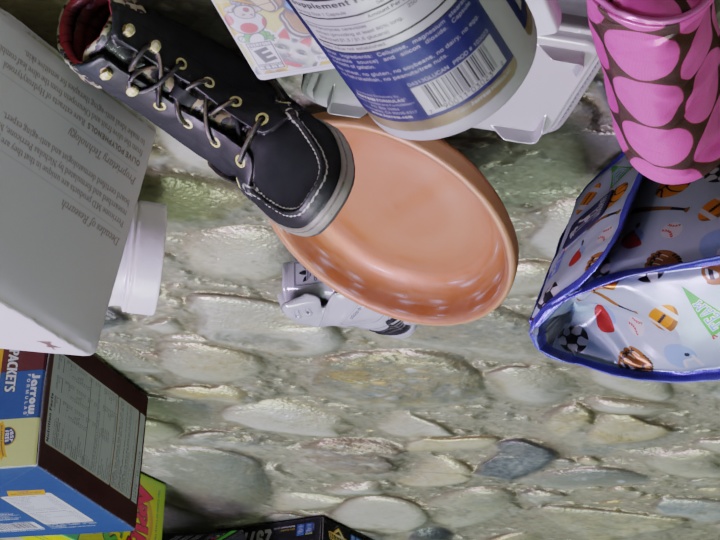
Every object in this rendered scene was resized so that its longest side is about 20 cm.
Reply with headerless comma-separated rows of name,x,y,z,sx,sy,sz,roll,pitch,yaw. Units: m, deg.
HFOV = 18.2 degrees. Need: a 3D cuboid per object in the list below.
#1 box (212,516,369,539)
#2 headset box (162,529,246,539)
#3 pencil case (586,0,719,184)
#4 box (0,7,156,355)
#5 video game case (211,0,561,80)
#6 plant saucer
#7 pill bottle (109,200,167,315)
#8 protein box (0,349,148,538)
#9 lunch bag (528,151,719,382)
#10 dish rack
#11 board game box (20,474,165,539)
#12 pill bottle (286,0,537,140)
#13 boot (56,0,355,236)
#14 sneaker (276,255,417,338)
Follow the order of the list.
box,-0.082,0.333,2.556,0.200,0.049,0.160,-11,151,30
headset box,-0.225,0.358,2.434,0.174,0.093,0.200,-26,-169,-41
pencil case,0.191,-0.138,1.381,0.094,0.091,0.200,-30,153,-2
box,-0.281,-0.058,1.473,0.199,0.172,0.200,4,161,31
video game case,-0.003,-0.190,1.311,0.199,0.023,0.182,-7,141,22
plant saucer,0.023,-0.042,1.593,0.200,0.037,0.200,19,143,15
pill bottle,-0.248,-0.018,1.676,0.199,0.113,0.113,7,156,-8
protein box,-0.329,0.152,2.051,0.198,0.135,0.200,-6,155,20
lunch bag,0.222,-0.013,1.537,0.199,0.170,0.124,-8,122,26
dish rack,0.061,-0.135,1.458,0.199,0.044,0.172,8,157,-9
board game box,-0.280,0.241,2.296,0.048,0.102,0.200,-13,152,30
pill bottle,0.009,-0.172,1.221,0.111,0.111,0.200,-10,139,27
boot,-0.100,-0.102,1.410,0.154,0.204,0.074,26,104,-35
sneaker,0.000,0.000,1.735,0.115,0.075,0.200,4,160,-9
